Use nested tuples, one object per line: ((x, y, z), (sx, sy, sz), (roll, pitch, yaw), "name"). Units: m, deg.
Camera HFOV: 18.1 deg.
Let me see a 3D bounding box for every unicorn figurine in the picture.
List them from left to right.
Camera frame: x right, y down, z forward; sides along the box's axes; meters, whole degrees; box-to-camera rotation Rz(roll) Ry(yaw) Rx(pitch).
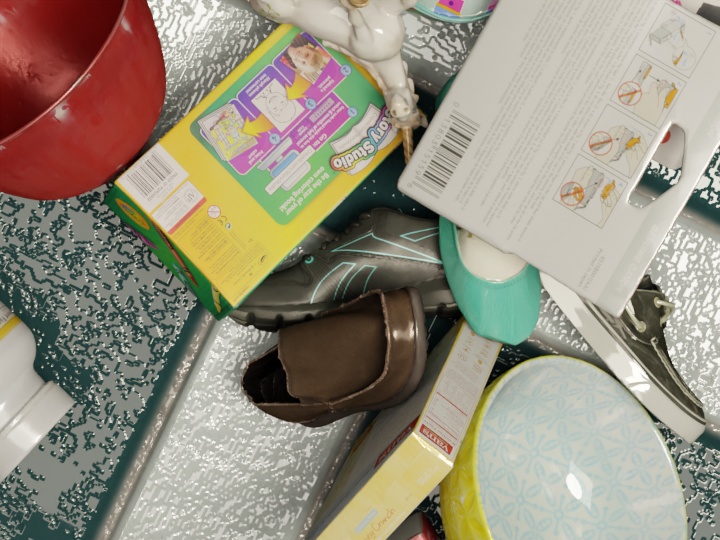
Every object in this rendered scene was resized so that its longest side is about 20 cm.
((-0.013, -0.166, 1.505), (0.200, 0.137, 0.074), (41, 74, 14), "unicorn figurine")

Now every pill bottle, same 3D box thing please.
((-0.300, 0.054, 1.586), (0.200, 0.112, 0.112), (44, 95, -3), "pill bottle")

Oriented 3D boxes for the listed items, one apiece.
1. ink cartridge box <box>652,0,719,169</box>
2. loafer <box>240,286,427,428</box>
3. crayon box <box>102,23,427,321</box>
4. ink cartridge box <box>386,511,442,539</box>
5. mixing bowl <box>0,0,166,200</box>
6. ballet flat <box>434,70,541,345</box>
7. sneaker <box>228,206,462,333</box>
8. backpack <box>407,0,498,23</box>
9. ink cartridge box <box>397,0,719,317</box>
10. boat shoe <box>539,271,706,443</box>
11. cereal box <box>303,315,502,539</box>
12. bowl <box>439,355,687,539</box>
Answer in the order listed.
((0.201, -0.189, 1.526), (0.144, 0.084, 0.201), (29, 109, 10), "ink cartridge box")
((-0.021, 0.065, 1.540), (0.071, 0.200, 0.073), (4, 67, -29), "loafer")
((-0.065, -0.078, 1.561), (0.119, 0.058, 0.200), (46, 73, -3), "crayon box")
((0.040, 0.299, 1.617), (0.144, 0.084, 0.200), (-34, 95, 3), "ink cartridge box")
((-0.207, -0.123, 1.546), (0.200, 0.200, 0.108), (-40, 129, 5), "mixing bowl")
((0.086, -0.050, 1.553), (0.067, 0.070, 0.201), (-6, 72, -6), "ballet flat")
((0.000, 0.000, 1.604), (0.199, 0.075, 0.080), (-7, 81, -4), "sneaker")
((0.045, -0.262, 1.531), (0.199, 0.153, 0.176), (29, 90, -8), "backpack")
((0.146, -0.097, 1.476), (0.173, 0.044, 0.201), (31, 98, 11), "ink cartridge box")
((0.186, 0.032, 1.594), (0.064, 0.071, 0.200), (-40, 92, 6), "boat shoe")
((0.027, 0.123, 1.524), (0.039, 0.200, 0.144), (38, 116, -4), "cereal box")
((0.122, 0.170, 1.579), (0.107, 0.200, 0.201), (-28, 96, 46), "bowl")
